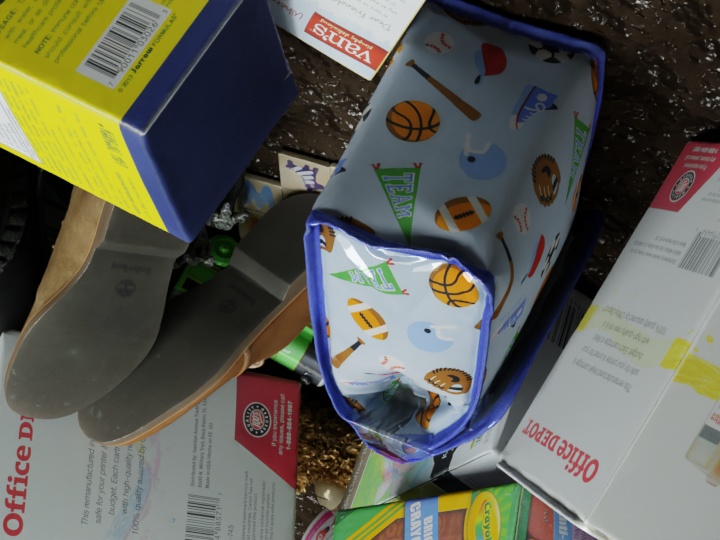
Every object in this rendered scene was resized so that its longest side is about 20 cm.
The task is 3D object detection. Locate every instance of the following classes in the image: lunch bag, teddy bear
[{"bbox_3d":[0.052,-0.011,1.002,0.123,0.170,0.200,21,146,13],"label":"lunch bag"},{"bbox_3d":[-0.067,0.120,1.358,0.199,0.067,0.145,27,150,-3],"label":"teddy bear"}]

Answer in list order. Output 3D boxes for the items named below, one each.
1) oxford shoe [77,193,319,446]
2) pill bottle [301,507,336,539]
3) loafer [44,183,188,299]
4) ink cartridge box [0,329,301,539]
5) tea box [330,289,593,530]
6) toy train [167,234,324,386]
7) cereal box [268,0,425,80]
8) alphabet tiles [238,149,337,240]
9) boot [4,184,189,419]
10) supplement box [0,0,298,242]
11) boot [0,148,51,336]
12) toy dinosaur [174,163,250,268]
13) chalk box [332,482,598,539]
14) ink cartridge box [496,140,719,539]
[{"bbox_3d":[-0.080,0.044,1.141,0.071,0.200,0.071,44,168,34],"label":"oxford shoe"},{"bbox_3d":[0.030,0.243,1.311,0.113,0.113,0.200,40,-175,-24],"label":"pill bottle"},{"bbox_3d":[-0.189,-0.005,1.261,0.199,0.063,0.072,27,148,-3],"label":"loafer"},{"bbox_3d":[-0.156,0.141,1.198,0.199,0.146,0.145,12,155,-21],"label":"ink cartridge box"},{"bbox_3d":[0.124,0.132,1.183,0.200,0.134,0.197,33,146,-17],"label":"tea box"},{"bbox_3d":[-0.090,0.011,1.216,0.199,0.057,0.042,30,148,-2],"label":"toy train"},{"bbox_3d":[-0.015,-0.188,0.911,0.143,0.040,0.200,31,148,-6],"label":"cereal box"},{"bbox_3d":[0.000,0.000,1.199,0.166,0.006,0.200,16,147,12],"label":"alphabet tiles"},{"bbox_3d":[-0.151,-0.002,1.088,0.073,0.076,0.200,13,121,-33],"label":"boot"},{"bbox_3d":[-0.149,-0.121,0.982,0.199,0.110,0.109,26,159,20],"label":"supplement box"},{"bbox_3d":[-0.243,-0.002,1.148,0.079,0.158,0.212,7,117,3],"label":"boot"},{"bbox_3d":[-0.085,-0.052,1.109,0.047,0.089,0.200,6,147,-1],"label":"toy dinosaur"},{"bbox_3d":[0.083,0.197,1.043,0.124,0.125,0.200,28,150,-33],"label":"chalk box"},{"bbox_3d":[0.167,0.043,0.934,0.083,0.201,0.145,32,179,-14],"label":"ink cartridge box"}]
